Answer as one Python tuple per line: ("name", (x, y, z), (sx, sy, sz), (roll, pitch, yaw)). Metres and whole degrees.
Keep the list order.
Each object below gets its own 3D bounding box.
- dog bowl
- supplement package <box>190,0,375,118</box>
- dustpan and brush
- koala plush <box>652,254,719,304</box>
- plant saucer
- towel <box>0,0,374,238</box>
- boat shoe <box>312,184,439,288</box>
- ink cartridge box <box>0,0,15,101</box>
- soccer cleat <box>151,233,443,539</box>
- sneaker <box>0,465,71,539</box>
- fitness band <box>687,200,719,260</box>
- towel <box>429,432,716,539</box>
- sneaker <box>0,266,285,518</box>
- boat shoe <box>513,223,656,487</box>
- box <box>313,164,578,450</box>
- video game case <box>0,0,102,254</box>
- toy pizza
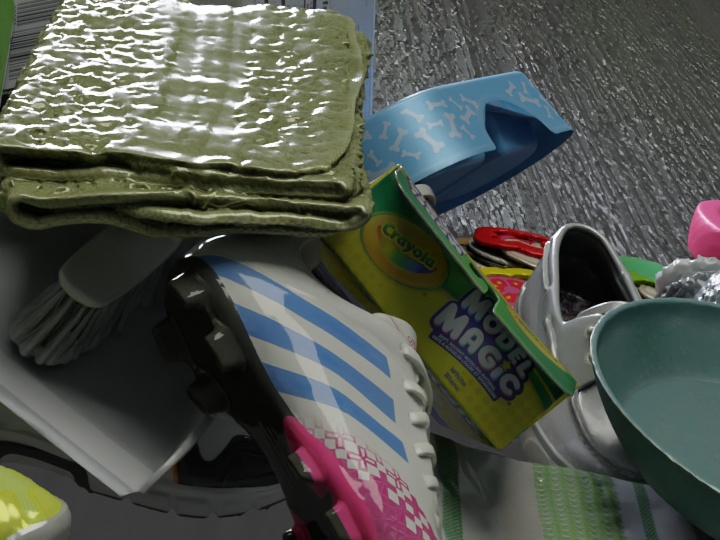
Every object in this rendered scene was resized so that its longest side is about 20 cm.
("dog bowl", (0.047, -0.071, 1.184), (0.200, 0.111, 0.050), (-17, 77, -55))
("supplement package", (-0.096, -0.159, 1.218), (0.110, 0.157, 0.199), (-7, 14, -43))
("dustpan and brush", (-0.085, -0.014, 0.803), (0.139, 0.057, 0.200), (38, 34, 3))
("koala plush", (0.257, 0.031, 1.017), (0.198, 0.185, 0.178), (-10, 37, -5))
("plant saucer", (0.186, 0.080, 0.856), (0.199, 0.036, 0.200), (17, 24, -8))
("towel", (-0.068, -0.064, 0.800), (0.147, 0.037, 0.200), (5, 28, -3))
("boat shoe", (0.000, 0.000, 1.044), (0.061, 0.075, 0.200), (58, 27, 6))
("ink cartridge box", (-0.216, -0.071, 0.868), (0.103, 0.060, 0.201), (-8, 44, 5))
("soccer cleat", (0.003, 0.064, 0.725), (0.086, 0.070, 0.201), (-22, 70, -28))
("sneaker", (-0.199, 0.062, 0.716), (0.199, 0.077, 0.075), (16, 18, 5))
("fitness band", (0.304, -0.003, 1.276), (0.143, 0.038, 0.200), (-5, 25, -40))
("towel", (0.117, 0.121, 0.800), (0.198, 0.031, 0.149), (10, 26, -7))
("sneaker", (-0.106, 0.046, 0.818), (0.199, 0.081, 0.074), (11, 18, -9))
("boat shoe", (0.117, 0.045, 0.952), (0.071, 0.069, 0.200), (11, 29, -6))
("box", (0.029, 0.017, 0.850), (0.118, 0.048, 0.200), (50, -7, -2))
("video game case", (-0.206, -0.053, 0.910), (0.179, 0.026, 0.201), (-11, 44, 1))
("toy pizza", (0.119, 0.015, 1.114), (0.199, 0.032, 0.200), (11, 19, -4))
